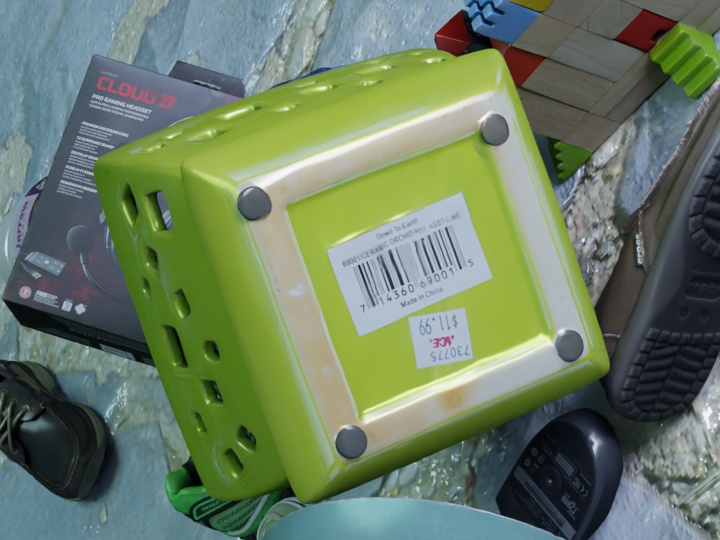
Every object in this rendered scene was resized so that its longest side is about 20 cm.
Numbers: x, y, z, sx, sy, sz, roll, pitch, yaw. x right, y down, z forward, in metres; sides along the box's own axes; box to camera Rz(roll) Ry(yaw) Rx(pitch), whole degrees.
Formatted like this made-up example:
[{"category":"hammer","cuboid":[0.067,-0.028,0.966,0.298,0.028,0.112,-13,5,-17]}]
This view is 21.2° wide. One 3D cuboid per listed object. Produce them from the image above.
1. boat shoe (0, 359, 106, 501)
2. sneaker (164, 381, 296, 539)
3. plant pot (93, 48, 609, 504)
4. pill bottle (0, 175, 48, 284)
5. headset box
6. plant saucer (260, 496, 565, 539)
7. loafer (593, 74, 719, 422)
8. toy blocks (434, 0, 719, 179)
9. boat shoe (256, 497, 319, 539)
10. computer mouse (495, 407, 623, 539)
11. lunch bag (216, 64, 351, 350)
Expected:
[{"category":"boat shoe","cuboid":[-0.264,0.124,1.505,0.200,0.073,0.075,28,101,56]},{"category":"sneaker","cuboid":[-0.058,0.079,1.213,0.078,0.085,0.201,37,107,55]},{"category":"plant pot","cuboid":[0.000,0.000,0.959,0.200,0.199,0.181,71,163,-6]},{"category":"pill bottle","cuboid":[-0.193,-0.025,1.425,0.200,0.112,0.113,-11,69,53]},{"category":"headset box","cuboid":[-0.132,-0.042,1.278,0.075,0.148,0.201,88,-159,-74]},{"category":"plant saucer","cuboid":[0.042,0.175,0.923,0.200,0.200,0.036,-30,34,47]},{"category":"loafer","cuboid":[0.159,-0.026,0.944,0.071,0.073,0.201,47,116,51]},{"category":"toy blocks","cuboid":[0.112,-0.143,1.003,0.200,0.136,0.100,-46,43,37]},{"category":"boat shoe","cuboid":[-0.027,0.206,1.136,0.072,0.062,0.200,-59,36,23]},{"category":"computer mouse","cuboid":[0.086,0.153,1.029,0.059,0.034,0.200,51,126,31]},{"category":"lunch bag","cuboid":[-0.006,-0.014,1.121,0.132,0.135,0.201,179,106,-72]}]
